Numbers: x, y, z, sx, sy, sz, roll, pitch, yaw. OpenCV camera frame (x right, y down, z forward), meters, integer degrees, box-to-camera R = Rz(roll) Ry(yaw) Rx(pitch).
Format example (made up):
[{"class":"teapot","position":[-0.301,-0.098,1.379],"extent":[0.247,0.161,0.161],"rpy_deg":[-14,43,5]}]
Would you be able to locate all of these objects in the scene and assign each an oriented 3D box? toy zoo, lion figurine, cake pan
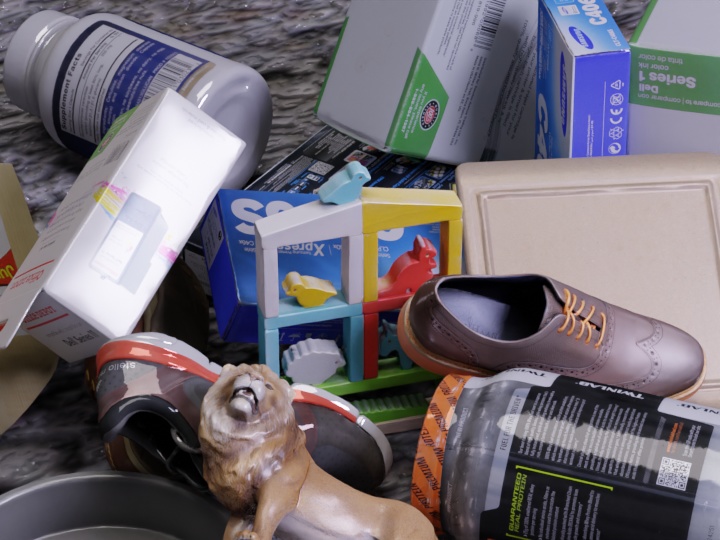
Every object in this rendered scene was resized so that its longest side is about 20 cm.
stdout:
[{"class":"toy zoo","position":[-0.001,0.022,1.423],"extent":[0.130,0.201,0.021],"rpy_deg":[-8,35,-13]},{"class":"lion figurine","position":[-0.017,0.144,1.313],"extent":[0.199,0.072,0.123],"rpy_deg":[35,44,-10]},{"class":"cake pan","position":[-0.155,0.194,1.317],"extent":[0.198,0.037,0.201],"rpy_deg":[0,35,0]}]

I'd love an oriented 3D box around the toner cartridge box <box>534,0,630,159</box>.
[{"class":"toner cartridge box","position":[0.153,-0.087,1.580],"extent":[0.043,0.201,0.095],"rpy_deg":[-8,35,-9]}]

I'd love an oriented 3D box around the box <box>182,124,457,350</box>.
[{"class":"box","position":[-0.009,-0.026,1.626],"extent":[0.158,0.046,0.200],"rpy_deg":[21,40,26]}]

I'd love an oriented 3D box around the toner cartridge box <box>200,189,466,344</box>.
[{"class":"toner cartridge box","position":[0.000,0.000,1.496],"extent":[0.198,0.043,0.096],"rpy_deg":[2,53,-22]}]

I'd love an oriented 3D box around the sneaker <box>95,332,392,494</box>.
[{"class":"sneaker","position":[-0.076,0.110,1.385],"extent":[0.199,0.077,0.082],"rpy_deg":[20,50,-15]}]

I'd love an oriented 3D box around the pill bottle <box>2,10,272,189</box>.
[{"class":"pill bottle","position":[-0.174,-0.131,1.723],"extent":[0.199,0.112,0.111],"rpy_deg":[24,41,30]}]

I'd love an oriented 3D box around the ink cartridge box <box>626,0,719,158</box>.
[{"class":"ink cartridge box","position":[0.242,-0.100,1.601],"extent":[0.083,0.201,0.145],"rpy_deg":[9,35,18]}]

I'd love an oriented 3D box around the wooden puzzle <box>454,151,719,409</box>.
[{"class":"wooden puzzle","position":[0.160,0.016,1.475],"extent":[0.183,0.037,0.201],"rpy_deg":[-3,65,-7]}]

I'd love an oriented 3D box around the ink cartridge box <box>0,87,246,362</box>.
[{"class":"ink cartridge box","position":[-0.166,-0.011,1.454],"extent":[0.201,0.067,0.117],"rpy_deg":[-59,17,-19]}]

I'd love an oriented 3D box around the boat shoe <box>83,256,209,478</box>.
[{"class":"boat shoe","position":[-0.144,0.071,1.480],"extent":[0.067,0.072,0.201],"rpy_deg":[-27,34,21]}]

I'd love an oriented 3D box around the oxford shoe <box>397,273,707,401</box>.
[{"class":"oxford shoe","position":[0.126,0.043,1.392],"extent":[0.198,0.073,0.072],"rpy_deg":[8,66,-11]}]

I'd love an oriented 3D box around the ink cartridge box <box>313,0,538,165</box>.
[{"class":"ink cartridge box","position":[0.076,-0.154,1.659],"extent":[0.083,0.148,0.199],"rpy_deg":[26,11,38]}]

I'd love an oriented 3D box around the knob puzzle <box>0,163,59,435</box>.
[{"class":"knob puzzle","position":[-0.279,0.023,1.495],"extent":[0.219,0.030,0.221],"rpy_deg":[26,47,-32]}]

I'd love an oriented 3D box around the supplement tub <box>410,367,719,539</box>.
[{"class":"supplement tub","position":[0.137,0.128,1.338],"extent":[0.198,0.123,0.123],"rpy_deg":[12,36,16]}]
